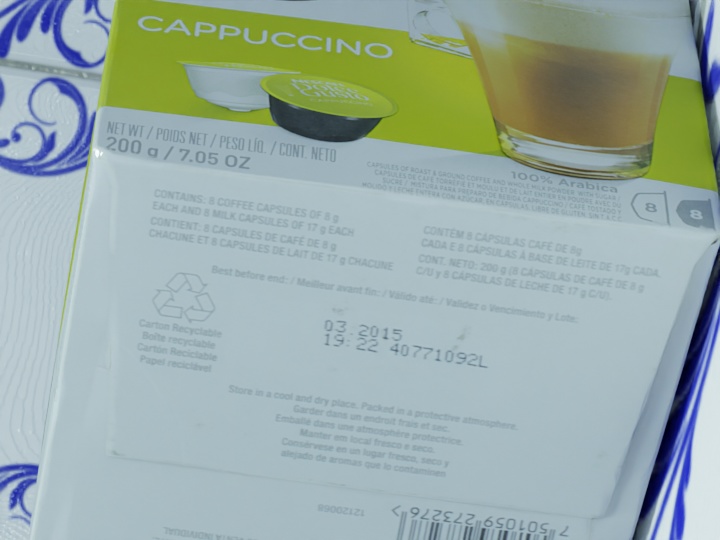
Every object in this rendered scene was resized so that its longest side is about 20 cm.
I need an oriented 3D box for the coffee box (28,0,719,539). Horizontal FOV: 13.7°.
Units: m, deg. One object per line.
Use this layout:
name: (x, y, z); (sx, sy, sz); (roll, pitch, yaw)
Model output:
coffee box: (0.000, 0.000, 1.035); (0.198, 0.199, 0.200); (-88, 8, -55)
